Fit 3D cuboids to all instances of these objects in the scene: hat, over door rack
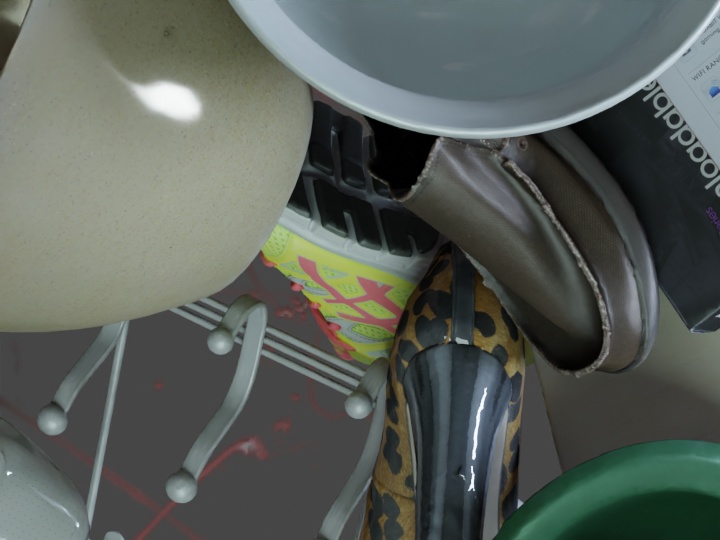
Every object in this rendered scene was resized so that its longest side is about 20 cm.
[{"bbox_3d":[0.089,0.138,1.200,0.165,0.176,0.201,1,105,-15],"label":"hat"},{"bbox_3d":[-0.063,0.098,1.270,0.147,0.067,0.201,25,132,21],"label":"over door rack"}]

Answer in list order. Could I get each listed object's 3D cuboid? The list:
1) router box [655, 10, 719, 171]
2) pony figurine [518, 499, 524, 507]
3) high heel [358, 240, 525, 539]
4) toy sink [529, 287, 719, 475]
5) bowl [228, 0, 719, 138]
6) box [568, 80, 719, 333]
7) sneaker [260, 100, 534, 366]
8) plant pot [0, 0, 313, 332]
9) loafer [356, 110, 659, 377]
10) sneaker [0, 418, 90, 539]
[{"bbox_3d":[0.206,-0.099,1.046,0.200,0.049,0.180,-38,77,19],"label":"router box"},{"bbox_3d":[0.075,0.190,1.357,0.200,0.166,0.193,33,89,-22],"label":"pony figurine"},{"bbox_3d":[0.034,0.080,1.217,0.071,0.143,0.200,6,159,-3],"label":"high heel"},{"bbox_3d":[0.178,0.013,1.181,0.199,0.131,0.112,-17,170,21],"label":"toy sink"},{"bbox_3d":[0.034,-0.140,1.028,0.200,0.202,0.090,1,174,-6],"label":"bowl"},{"bbox_3d":[0.163,-0.091,1.109,0.200,0.143,0.036,-40,165,19],"label":"box"},{"bbox_3d":[0.000,0.000,1.226,0.199,0.078,0.090,26,127,-22],"label":"sneaker"},{"bbox_3d":[-0.097,-0.059,1.097,0.134,0.201,0.200,24,125,-23],"label":"plant pot"},{"bbox_3d":[0.036,-0.037,1.109,0.200,0.071,0.073,56,147,-7],"label":"loafer"},{"bbox_3d":[-0.194,0.067,1.217,0.200,0.071,0.080,34,163,-16],"label":"sneaker"}]
